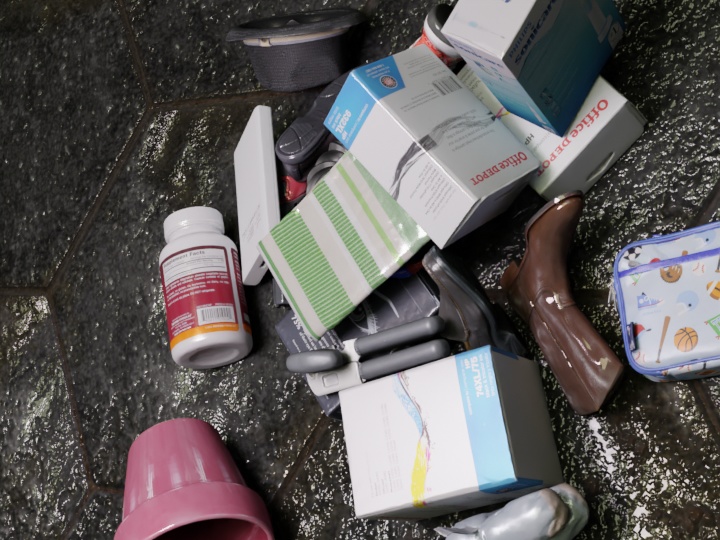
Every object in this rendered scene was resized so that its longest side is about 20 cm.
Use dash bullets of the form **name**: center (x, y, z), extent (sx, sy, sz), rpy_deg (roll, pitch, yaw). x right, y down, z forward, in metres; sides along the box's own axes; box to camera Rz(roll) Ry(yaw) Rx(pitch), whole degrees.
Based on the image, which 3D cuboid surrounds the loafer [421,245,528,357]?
- **loafer**: center (0.116, 0.052, 1.191), extent (0.072, 0.200, 0.073), rpy_deg (-34, 37, 10)

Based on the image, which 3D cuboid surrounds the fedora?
- **fedora**: center (-0.083, -0.299, 1.459), extent (0.197, 0.200, 0.093), rpy_deg (5, 114, 33)

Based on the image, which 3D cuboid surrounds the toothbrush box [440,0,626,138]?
- **toothbrush box**: center (0.188, -0.255, 1.125), extent (0.085, 0.199, 0.148), rpy_deg (31, 91, 32)

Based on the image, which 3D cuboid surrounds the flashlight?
- **flashlight**: center (-0.088, -0.051, 1.434), extent (0.066, 0.068, 0.204), rpy_deg (-1, 79, -11)

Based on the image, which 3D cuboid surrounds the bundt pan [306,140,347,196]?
- **bundt pan**: center (0.010, -0.128, 1.317), extent (0.200, 0.076, 0.203), rpy_deg (-34, 26, 19)

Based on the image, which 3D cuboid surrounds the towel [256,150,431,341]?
- **towel**: center (-0.022, -0.034, 1.225), extent (0.200, 0.023, 0.154), rpy_deg (-43, 65, 23)

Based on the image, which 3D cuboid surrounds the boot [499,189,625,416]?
- **boot**: center (0.240, 0.041, 1.164), extent (0.202, 0.063, 0.188), rpy_deg (64, 152, 30)

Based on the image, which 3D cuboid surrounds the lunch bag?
- **lunch bag**: center (0.361, 0.027, 1.121), extent (0.197, 0.075, 0.164), rpy_deg (-13, 69, 28)

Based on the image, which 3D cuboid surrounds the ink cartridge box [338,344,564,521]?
- **ink cartridge box**: center (0.100, 0.190, 1.200), extent (0.197, 0.146, 0.149), rpy_deg (-19, 69, 26)

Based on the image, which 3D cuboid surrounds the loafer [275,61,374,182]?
- **loafer**: center (-0.031, -0.197, 1.416), extent (0.200, 0.063, 0.071), rpy_deg (-43, 52, -18)

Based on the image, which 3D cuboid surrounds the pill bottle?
- **pill bottle**: center (-0.216, 0.023, 1.464), extent (0.112, 0.112, 0.204), rpy_deg (-23, 66, 25)

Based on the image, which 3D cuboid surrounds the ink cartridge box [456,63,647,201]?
- **ink cartridge box**: center (0.215, -0.192, 1.261), extent (0.145, 0.084, 0.201), rpy_deg (-48, 59, 13)

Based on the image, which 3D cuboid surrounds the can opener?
- **can opener**: center (0.008, 0.099, 1.199), extent (0.197, 0.066, 0.054), rpy_deg (-18, 81, 30)

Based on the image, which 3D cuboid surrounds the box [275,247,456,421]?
- **box**: center (0.017, 0.066, 1.309), extent (0.200, 0.104, 0.149), rpy_deg (-43, 59, 15)

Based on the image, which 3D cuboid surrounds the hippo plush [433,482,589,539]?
- **hippo plush**: center (0.174, 0.323, 1.106), extent (0.159, 0.198, 0.164), rpy_deg (-35, 68, 44)

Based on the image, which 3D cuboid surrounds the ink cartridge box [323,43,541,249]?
- **ink cartridge box**: center (0.081, -0.140, 1.181), extent (0.200, 0.144, 0.084), rpy_deg (47, 133, 13)

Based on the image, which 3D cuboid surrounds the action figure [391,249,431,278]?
- **action figure**: center (0.000, 0.000, 1.248), extent (0.198, 0.051, 0.067), rpy_deg (-25, 67, 28)

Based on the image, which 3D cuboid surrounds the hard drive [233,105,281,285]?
- **hard drive**: center (-0.140, -0.100, 1.446), extent (0.132, 0.026, 0.204), rpy_deg (129, 140, -57)

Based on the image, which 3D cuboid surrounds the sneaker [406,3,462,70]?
- **sneaker**: center (0.093, -0.267, 1.302), extent (0.108, 0.201, 0.067), rpy_deg (-40, 91, 24)

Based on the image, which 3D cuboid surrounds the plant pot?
- **plant pot**: center (-0.222, 0.299, 1.364), extent (0.199, 0.199, 0.181), rpy_deg (-39, 45, 18)
